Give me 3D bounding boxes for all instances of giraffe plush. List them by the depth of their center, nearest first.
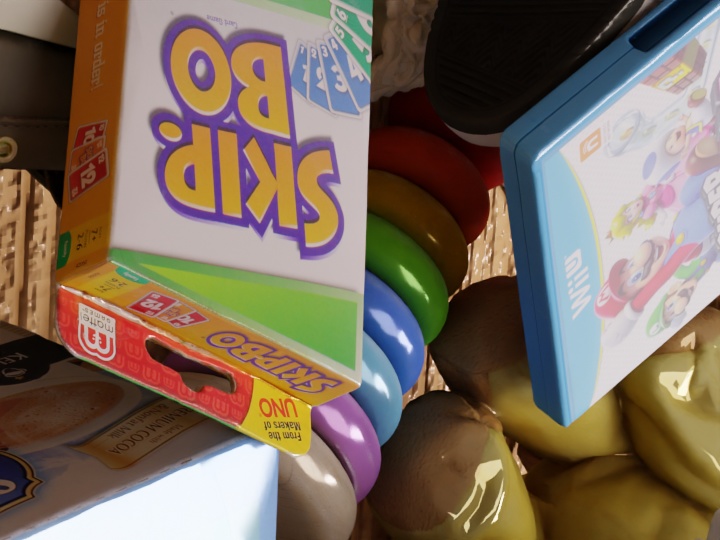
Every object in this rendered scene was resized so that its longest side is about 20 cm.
[{"bbox_3d":[0.078,0.102,1.042,0.200,0.162,0.173,29,74,-14],"label":"giraffe plush"}]

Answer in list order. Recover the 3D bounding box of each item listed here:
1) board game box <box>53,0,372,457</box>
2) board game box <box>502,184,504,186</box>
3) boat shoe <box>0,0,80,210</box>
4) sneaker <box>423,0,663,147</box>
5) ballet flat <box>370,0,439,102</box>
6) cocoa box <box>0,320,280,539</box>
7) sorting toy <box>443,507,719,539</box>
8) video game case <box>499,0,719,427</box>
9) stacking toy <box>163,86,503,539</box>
[{"bbox_3d":[-0.038,-0.053,0.797,0.096,0.030,0.200,28,54,-38],"label":"board game box"},{"bbox_3d":[0.129,-0.087,1.129,0.200,0.026,0.200,-58,141,-20],"label":"board game box"},{"bbox_3d":[-0.080,-0.045,0.831,0.202,0.072,0.060,14,93,-48],"label":"boat shoe"},{"bbox_3d":[0.102,-0.099,0.945,0.200,0.084,0.121,-55,139,-17],"label":"sneaker"},{"bbox_3d":[-0.004,-0.135,0.900,0.072,0.072,0.200,-46,136,-32],"label":"ballet flat"},{"bbox_3d":[-0.133,0.110,0.768,0.200,0.131,0.133,-21,120,-48],"label":"cocoa box"},{"bbox_3d":[0.032,0.179,0.902,0.200,0.107,0.180,-2,118,-15],"label":"sorting toy"},{"bbox_3d":[0.127,-0.052,0.931,0.200,0.018,0.143,-39,147,-20],"label":"video game case"},{"bbox_3d":[0.000,0.000,0.960,0.200,0.085,0.085,-58,142,-31],"label":"stacking toy"}]
